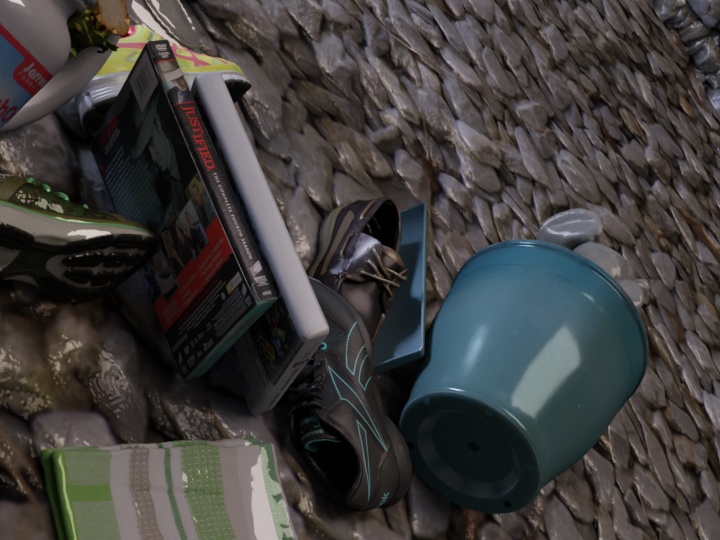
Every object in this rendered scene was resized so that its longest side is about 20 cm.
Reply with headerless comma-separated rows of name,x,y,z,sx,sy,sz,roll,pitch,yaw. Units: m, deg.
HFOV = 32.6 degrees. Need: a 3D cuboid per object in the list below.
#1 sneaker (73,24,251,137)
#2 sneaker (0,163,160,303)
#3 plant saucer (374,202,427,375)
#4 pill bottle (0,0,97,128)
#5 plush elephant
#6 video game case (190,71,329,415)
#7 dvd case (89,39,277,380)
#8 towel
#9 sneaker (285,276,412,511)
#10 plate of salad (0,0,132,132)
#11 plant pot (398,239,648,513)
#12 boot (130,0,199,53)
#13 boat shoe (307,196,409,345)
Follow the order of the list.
sneaker,-0.165,-0.163,1.001,0.091,0.078,0.200,57,26,12
sneaker,-0.214,-0.038,0.813,0.200,0.077,0.089,13,43,-55
plant saucer,0.032,0.017,1.139,0.019,0.070,0.201,52,27,-35
pill bottle,-0.238,-0.126,0.700,0.109,0.200,0.109,45,-3,3
plush elephant,0.246,0.028,1.365,0.200,0.155,0.165,24,43,-46
video game case,-0.089,-0.013,0.887,0.023,0.182,0.201,-17,74,-22
dvd case,-0.130,-0.039,0.869,0.022,0.146,0.201,-16,73,-34
towel,-0.109,0.179,0.802,0.200,0.031,0.150,9,54,-54
sneaker,-0.024,0.095,0.969,0.079,0.075,0.201,-8,69,-57
plate of salad,-0.226,-0.174,0.802,0.048,0.201,0.200,39,17,33
plant pot,0.131,0.107,1.098,0.200,0.200,0.188,52,45,-10
boot,-0.186,-0.269,1.044,0.200,0.095,0.074,48,30,-17
boat shoe,0.000,0.000,1.097,0.074,0.073,0.201,39,34,-30
